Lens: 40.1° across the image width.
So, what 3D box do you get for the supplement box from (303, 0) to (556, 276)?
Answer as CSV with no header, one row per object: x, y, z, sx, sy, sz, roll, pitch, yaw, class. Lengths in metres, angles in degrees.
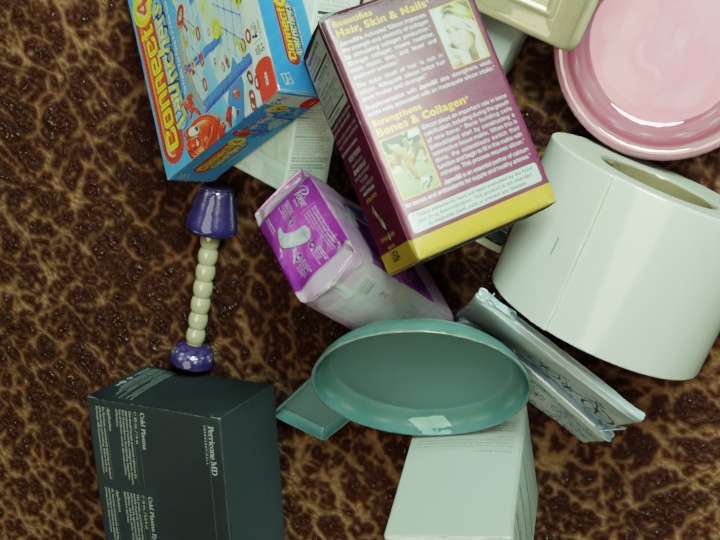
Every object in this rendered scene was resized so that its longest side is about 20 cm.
0.051,-0.115,0.801,0.129,0.103,0.203,-21,88,-14,supplement box

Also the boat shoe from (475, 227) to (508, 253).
0.074,-0.091,0.929,0.062,0.075,0.200,-49,52,7,boat shoe

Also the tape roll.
0.230,-0.016,0.859,0.200,0.203,0.141,24,109,8,tape roll

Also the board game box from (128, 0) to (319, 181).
-0.131,-0.213,0.916,0.195,0.055,0.203,-27,73,46,board game box

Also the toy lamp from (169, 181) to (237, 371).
-0.168,0.006,1.058,0.057,0.058,0.203,16,107,11,toy lamp

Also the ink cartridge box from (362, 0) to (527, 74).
0.104,-0.286,0.870,0.144,0.083,0.202,28,120,6,ink cartridge box

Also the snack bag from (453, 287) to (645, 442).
0.165,0.096,0.925,0.188,0.200,0.021,38,78,4,snack bag

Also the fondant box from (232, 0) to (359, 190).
-0.078,-0.192,0.944,0.144,0.058,0.203,29,113,44,fondant box

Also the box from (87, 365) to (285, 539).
-0.186,0.224,1.077,0.180,0.104,0.204,5,106,29,box

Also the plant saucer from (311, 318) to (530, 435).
0.055,0.095,0.895,0.196,0.028,0.201,3,147,2,plant saucer

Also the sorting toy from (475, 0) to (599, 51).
0.122,-0.301,0.792,0.198,0.036,0.187,28,119,11,sorting toy

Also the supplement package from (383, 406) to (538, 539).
0.104,0.233,0.953,0.115,0.201,0.119,-3,117,16,supplement package

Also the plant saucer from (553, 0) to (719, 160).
0.274,-0.202,0.880,0.197,0.051,0.204,4,106,15,plant saucer

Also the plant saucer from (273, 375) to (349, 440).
-0.023,0.122,1.011,0.069,0.019,0.200,27,143,-14,plant saucer

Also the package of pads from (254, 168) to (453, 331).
0.000,0.000,0.918,0.076,0.199,0.121,-41,54,13,package of pads
